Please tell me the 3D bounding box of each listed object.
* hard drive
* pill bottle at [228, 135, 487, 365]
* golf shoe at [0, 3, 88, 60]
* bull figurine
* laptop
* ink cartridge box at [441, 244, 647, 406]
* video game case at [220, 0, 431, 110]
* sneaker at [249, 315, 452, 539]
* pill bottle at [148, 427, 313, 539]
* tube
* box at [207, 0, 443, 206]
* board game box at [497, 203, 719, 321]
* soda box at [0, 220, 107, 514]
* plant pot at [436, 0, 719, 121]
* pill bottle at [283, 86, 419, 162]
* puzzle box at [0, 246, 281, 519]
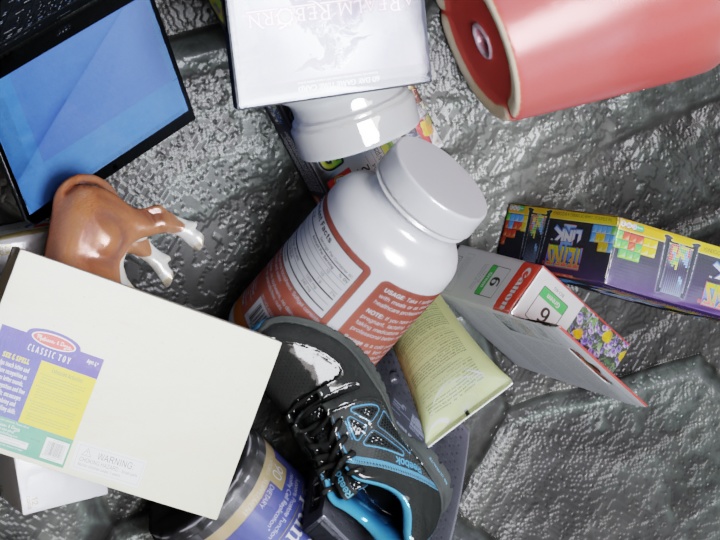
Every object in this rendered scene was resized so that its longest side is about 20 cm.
[{"bbox_3d":[0.020,0.159,1.442,0.135,0.042,0.201,46,35,-23],"label":"hard drive"},{"bbox_3d":[0.000,0.000,1.382,0.112,0.113,0.200,28,119,-26],"label":"pill bottle"},{"bbox_3d":[-0.230,-0.232,1.318,0.094,0.077,0.201,16,88,-49],"label":"golf shoe"},{"bbox_3d":[-0.187,0.037,1.299,0.121,0.065,0.201,12,94,-31],"label":"bull figurine"},{"bbox_3d":[-0.168,-0.155,1.270,0.103,0.200,0.177,47,51,4],"label":"laptop"},{"bbox_3d":[0.147,0.041,1.460,0.109,0.200,0.050,41,79,-25],"label":"ink cartridge box"},{"bbox_3d":[-0.029,-0.219,1.274,0.142,0.019,0.202,-9,102,-15],"label":"video game case"},{"bbox_3d":[-0.010,0.116,1.331,0.073,0.082,0.200,-38,101,29],"label":"sneaker"},{"bbox_3d":[-0.058,0.219,1.430,0.200,0.112,0.112,45,77,-24],"label":"pill bottle"},{"bbox_3d":[0.056,0.063,1.417,0.052,0.200,0.058,7,112,-17],"label":"tube"},{"bbox_3d":[-0.026,-0.154,1.440,0.110,0.035,0.201,-35,111,-18],"label":"box"},{"bbox_3d":[0.237,0.000,1.520,0.199,0.165,0.057,15,90,-27],"label":"board game box"},{"bbox_3d":[-0.236,0.068,1.349,0.068,0.064,0.202,-12,101,-25],"label":"soda box"},{"bbox_3d":[0.165,-0.213,1.452,0.176,0.200,0.202,-25,107,-12],"label":"plant pot"},{"bbox_3d":[-0.029,-0.188,1.350,0.116,0.116,0.201,-25,106,-22],"label":"pill bottle"},{"bbox_3d":[-0.165,0.077,1.262,0.199,0.025,0.134,21,90,-24],"label":"puzzle box"}]
